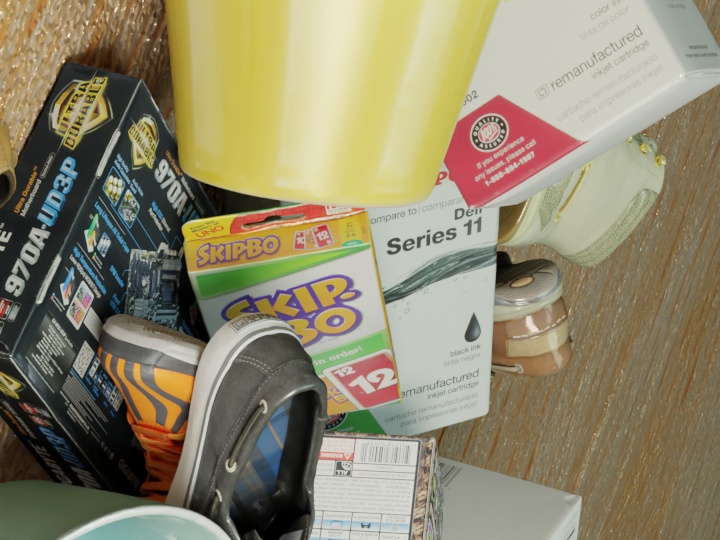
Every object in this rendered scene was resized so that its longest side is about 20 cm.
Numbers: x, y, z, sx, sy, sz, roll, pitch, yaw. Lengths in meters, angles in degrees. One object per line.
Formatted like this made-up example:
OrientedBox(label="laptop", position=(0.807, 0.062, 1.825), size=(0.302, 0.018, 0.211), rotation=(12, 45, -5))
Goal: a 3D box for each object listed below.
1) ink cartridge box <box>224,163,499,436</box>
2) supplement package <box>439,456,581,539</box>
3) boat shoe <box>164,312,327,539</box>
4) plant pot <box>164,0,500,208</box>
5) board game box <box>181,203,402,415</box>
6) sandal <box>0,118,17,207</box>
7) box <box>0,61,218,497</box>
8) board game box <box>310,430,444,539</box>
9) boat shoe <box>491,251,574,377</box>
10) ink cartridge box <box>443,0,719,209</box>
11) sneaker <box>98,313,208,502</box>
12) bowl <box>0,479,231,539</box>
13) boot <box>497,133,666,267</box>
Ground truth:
OrientedBox(label="ink cartridge box", position=(0.000, 0.000, 1.487), size=(0.147, 0.083, 0.200), rotation=(-14, 125, -22))
OrientedBox(label="supplement package", position=(0.014, 0.194, 1.578), size=(0.156, 0.200, 0.111), rotation=(-42, 142, -55))
OrientedBox(label="boat shoe", position=(-0.049, 0.116, 1.248), size=(0.070, 0.066, 0.200), rotation=(-10, 129, -33))
OrientedBox(label="plant pot", position=(-0.016, -0.135, 1.266), size=(0.201, 0.201, 0.189), rotation=(-17, 116, -66))
OrientedBox(label="board game box", position=(-0.034, 0.025, 1.361), size=(0.200, 0.095, 0.030), rotation=(78, 2, -57))
OrientedBox(label="sandal", position=(-0.184, -0.032, 1.127), size=(0.082, 0.055, 0.200), rotation=(-21, 124, -65))
OrientedBox(label="box", position=(-0.132, 0.014, 1.302), size=(0.200, 0.046, 0.159), rotation=(64, 45, -60))
OrientedBox(label="board game box", position=(-0.042, 0.197, 1.419), size=(0.097, 0.159, 0.200), rotation=(79, 16, -59))
OrientedBox(label="boat shoe", position=(0.081, 0.034, 1.610), size=(0.200, 0.076, 0.072), rotation=(-163, -129, -77))
OrientedBox(label="ink cartridge box", position=(0.083, -0.153, 1.373), size=(0.200, 0.148, 0.086), rotation=(61, 26, 7))
OrientedBox(label="sneaker", position=(-0.089, 0.096, 1.297), size=(0.112, 0.078, 0.200), rotation=(-65, 153, -8))
OrientedBox(label="bowl", position=(-0.159, 0.179, 1.216), size=(0.201, 0.105, 0.201), rotation=(-26, 131, -34))
OrientedBox(label="boot", position=(0.145, -0.101, 1.582), size=(0.155, 0.072, 0.200), rotation=(14, 101, -57))
